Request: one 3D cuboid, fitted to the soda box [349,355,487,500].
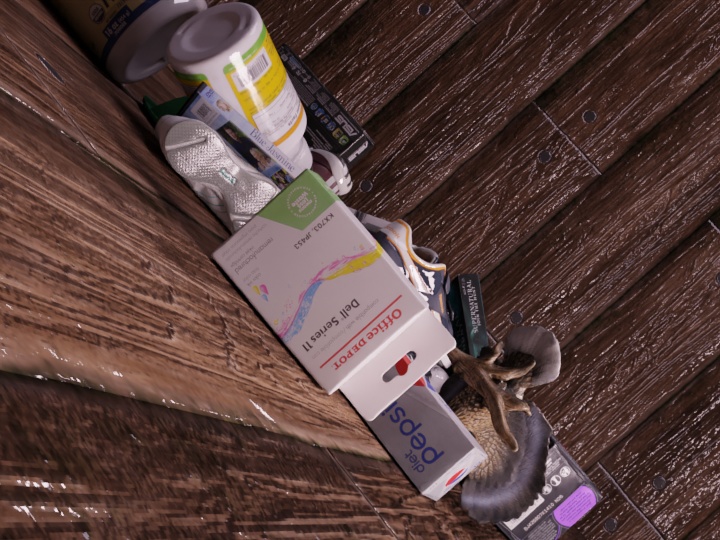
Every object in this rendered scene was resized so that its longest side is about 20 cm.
[{"bbox_3d":[0.030,0.117,1.175,0.200,0.068,0.063,51,3,23],"label":"soda box"}]

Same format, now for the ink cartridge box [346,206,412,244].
[{"bbox_3d":[0.002,-0.022,1.586,0.198,0.068,0.116,21,-17,11],"label":"ink cartridge box"}]

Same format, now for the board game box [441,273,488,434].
[{"bbox_3d":[0.119,0.120,1.457,0.135,0.028,0.202,127,-41,-66],"label":"board game box"}]

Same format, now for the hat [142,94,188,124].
[{"bbox_3d":[-0.152,-0.204,1.526,0.166,0.176,0.200,48,2,-17],"label":"hat"}]

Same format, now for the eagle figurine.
[{"bbox_3d":[0.122,0.149,1.266,0.149,0.153,0.201,8,-31,13],"label":"eagle figurine"}]

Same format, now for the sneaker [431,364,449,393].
[{"bbox_3d":[0.032,0.098,1.416,0.114,0.075,0.200,50,2,31],"label":"sneaker"}]

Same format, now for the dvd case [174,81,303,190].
[{"bbox_3d":[-0.123,-0.108,1.363,0.200,0.018,0.143,41,-28,-10],"label":"dvd case"}]

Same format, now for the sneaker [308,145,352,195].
[{"bbox_3d":[-0.114,-0.109,1.524,0.199,0.115,0.076,17,-39,43],"label":"sneaker"}]

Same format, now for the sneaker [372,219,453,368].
[{"bbox_3d":[0.069,0.027,1.386,0.078,0.079,0.200,32,-17,48],"label":"sneaker"}]

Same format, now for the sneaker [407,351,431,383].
[{"bbox_3d":[0.003,0.068,1.295,0.077,0.080,0.200,30,12,-49],"label":"sneaker"}]

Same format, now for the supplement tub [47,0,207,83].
[{"bbox_3d":[-0.292,-0.338,1.462,0.200,0.144,0.144,49,2,5],"label":"supplement tub"}]

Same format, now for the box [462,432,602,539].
[{"bbox_3d":[0.194,0.243,1.554,0.106,0.122,0.200,47,2,-22],"label":"box"}]

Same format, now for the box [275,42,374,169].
[{"bbox_3d":[-0.112,-0.174,1.659,0.200,0.193,0.047,49,4,28],"label":"box"}]

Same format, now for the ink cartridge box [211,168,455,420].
[{"bbox_3d":[-0.020,0.025,1.083,0.200,0.117,0.067,49,3,4],"label":"ink cartridge box"}]

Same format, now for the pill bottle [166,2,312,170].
[{"bbox_3d":[-0.126,-0.186,1.388,0.111,0.111,0.201,52,-10,49],"label":"pill bottle"}]

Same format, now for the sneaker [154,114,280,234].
[{"bbox_3d":[-0.144,-0.097,1.329,0.201,0.070,0.080,50,-6,-33],"label":"sneaker"}]
